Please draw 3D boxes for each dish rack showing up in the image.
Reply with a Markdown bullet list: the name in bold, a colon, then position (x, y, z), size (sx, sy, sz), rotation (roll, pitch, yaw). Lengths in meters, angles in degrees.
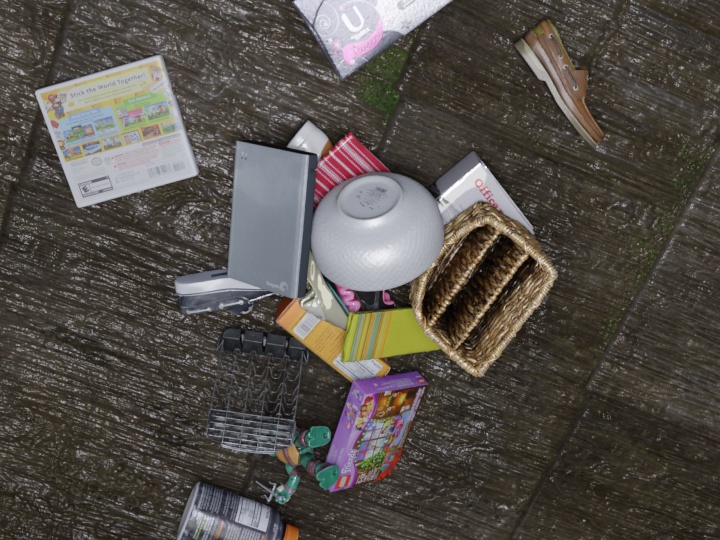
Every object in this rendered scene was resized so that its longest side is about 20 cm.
- **dish rack**: position (-0.163, 0.189, 1.407), size (0.150, 0.204, 0.055), rotation (8, 151, -4)

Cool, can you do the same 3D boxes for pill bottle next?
- **pill bottle**: position (-0.207, 0.446, 1.539), size (0.197, 0.107, 0.108), rotation (23, 108, -10)

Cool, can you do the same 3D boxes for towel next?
- **towel**: position (-0.049, -0.105, 1.357), size (0.199, 0.023, 0.144), rotation (-41, 137, 12)
- **towel**: position (0.057, 0.097, 1.419), size (0.197, 0.018, 0.088), rotation (-4, 119, -36)

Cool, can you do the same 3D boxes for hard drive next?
- **hard drive**: position (-0.127, -0.074, 1.278), size (0.138, 0.033, 0.205), rotation (15, 107, 35)

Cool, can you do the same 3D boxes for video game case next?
- **video game case**: position (-0.362, -0.207, 1.344), size (0.196, 0.023, 0.185), rotation (-14, 110, 4)

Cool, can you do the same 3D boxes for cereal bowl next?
- **cereal bowl**: position (0.018, -0.071, 1.263), size (0.196, 0.202, 0.084), rotation (-13, 134, 3)

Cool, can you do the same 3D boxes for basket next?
- **basket**: position (0.163, 0.017, 1.286), size (0.141, 0.150, 0.201), rotation (32, 109, -16)

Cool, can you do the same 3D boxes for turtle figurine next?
- **turtle figurine**: position (-0.120, 0.300, 1.473), size (0.198, 0.101, 0.152), rotation (-9, 115, 47)

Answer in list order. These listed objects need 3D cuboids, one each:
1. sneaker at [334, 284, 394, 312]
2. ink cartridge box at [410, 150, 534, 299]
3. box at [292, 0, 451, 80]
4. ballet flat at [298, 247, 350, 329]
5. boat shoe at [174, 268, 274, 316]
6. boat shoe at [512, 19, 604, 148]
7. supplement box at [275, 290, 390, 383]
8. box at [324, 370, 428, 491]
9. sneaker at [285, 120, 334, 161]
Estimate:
- **sneaker**: position (0.000, 0.000, 1.397), size (0.094, 0.079, 0.202), rotation (-23, 127, -5)
- **ink cartridge box**: position (0.146, -0.060, 1.379), size (0.199, 0.085, 0.145), rotation (-38, 108, 12)
- **box**: position (0.019, -0.380, 1.244), size (0.198, 0.115, 0.133), rotation (-33, 107, 10)
- **ballet flat**: position (-0.079, 0.020, 1.357), size (0.068, 0.070, 0.202), rotation (-25, 110, 7)
- **boat shoe**: position (-0.194, 0.037, 1.411), size (0.195, 0.072, 0.069), rotation (-7, 108, 3)
- **boat shoe**: position (0.308, -0.273, 1.315), size (0.068, 0.072, 0.201), rotation (-37, 107, 12)
- **supplement box**: position (-0.043, 0.110, 1.445), size (0.199, 0.067, 0.069), rotation (42, 101, -16)
- **box**: position (0.022, 0.263, 1.468), size (0.135, 0.039, 0.203), rotation (-4, 123, -37)
- **sneaker**: position (-0.111, -0.122, 1.354), size (0.084, 0.073, 0.201), rotation (38, 103, -12)
